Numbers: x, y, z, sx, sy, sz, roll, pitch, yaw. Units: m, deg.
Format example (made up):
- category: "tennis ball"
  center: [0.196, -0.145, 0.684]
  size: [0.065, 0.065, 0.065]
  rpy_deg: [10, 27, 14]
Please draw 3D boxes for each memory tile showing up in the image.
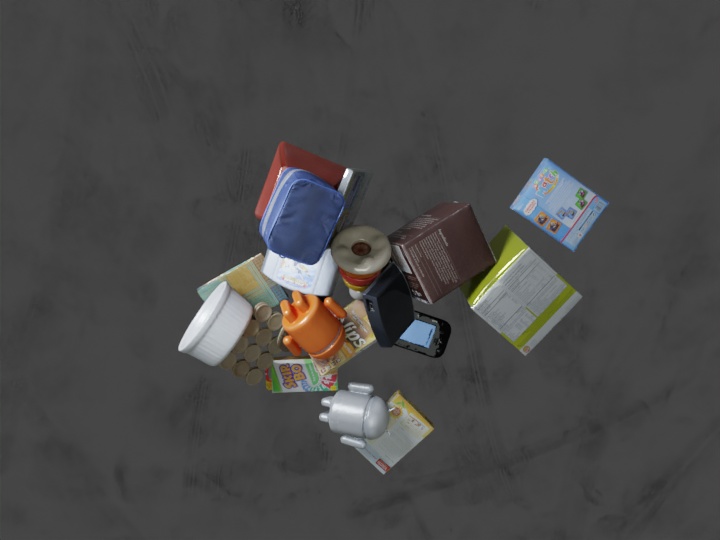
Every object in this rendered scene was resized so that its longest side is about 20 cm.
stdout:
- category: "memory tile"
  center: [-0.267, 0.191, 1.705]
  size: [0.201, 0.017, 0.153]
  rpy_deg: [-53, 131, -4]

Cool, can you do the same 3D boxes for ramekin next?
- category: "ramekin"
  center: [-0.353, 0.138, 1.631]
  size: [0.097, 0.201, 0.201]
  rpy_deg: [36, 101, -17]

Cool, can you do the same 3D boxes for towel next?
- category: "towel"
  center: [-0.306, 0.061, 1.722]
  size: [0.198, 0.022, 0.148]
  rpy_deg: [-29, 103, 5]

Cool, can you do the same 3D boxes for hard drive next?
- category: "hard drive"
  center: [0.076, 0.091, 1.618]
  size: [0.135, 0.042, 0.201]
  rpy_deg: [-46, 139, -26]

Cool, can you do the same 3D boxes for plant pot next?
- category: "plant pot"
  center: [-0.142, -0.175, 1.583]
  size: [0.198, 0.176, 0.202]
  rpy_deg: [21, 103, -6]

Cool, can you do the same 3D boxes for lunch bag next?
- category: "lunch bag"
  center: [-0.134, -0.114, 1.443]
  size: [0.135, 0.132, 0.202]
  rpy_deg: [22, 102, -23]

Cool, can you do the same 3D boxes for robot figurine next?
- category: "robot figurine"
  center: [-0.008, 0.383, 1.748]
  size: [0.197, 0.113, 0.172]
  rpy_deg: [6, 90, 18]
- category: "robot figurine"
  center: [-0.116, 0.140, 1.626]
  size: [0.200, 0.116, 0.145]
  rpy_deg: [49, 56, -29]

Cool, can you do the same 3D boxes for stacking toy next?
- category: "stacking toy"
  center: [0.000, 0.000, 1.618]
  size: [0.144, 0.148, 0.201]
  rpy_deg: [0, 142, -1]

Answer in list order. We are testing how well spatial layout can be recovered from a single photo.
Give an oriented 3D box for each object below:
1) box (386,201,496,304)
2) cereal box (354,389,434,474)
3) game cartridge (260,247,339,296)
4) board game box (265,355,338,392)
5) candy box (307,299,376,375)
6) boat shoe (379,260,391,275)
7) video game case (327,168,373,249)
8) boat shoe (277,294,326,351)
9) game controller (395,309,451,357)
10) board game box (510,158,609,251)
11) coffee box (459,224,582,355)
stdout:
- category: "box"
  center: [0.186, -0.047, 1.606]
  size: [0.199, 0.166, 0.166]
  rpy_deg: [-31, 104, -11]
- category: "cereal box"
  center: [0.084, 0.448, 1.821]
  size: [0.200, 0.040, 0.144]
  rpy_deg: [-43, 101, 10]
- category: "game cartridge"
  center: [-0.148, -0.012, 1.657]
  size: [0.198, 0.042, 0.135]
  rpy_deg: [19, 86, 13]
- category: "board game box"
  center: [-0.160, 0.279, 1.780]
  size: [0.197, 0.030, 0.097]
  rpy_deg: [-2, 104, 2]
- category: "candy box"
  center: [-0.045, 0.172, 1.718]
  size: [0.199, 0.055, 0.116]
  rpy_deg: [-35, 78, 8]
- category: "boat shoe"
  center: [0.049, -0.023, 1.685]
  size: [0.198, 0.063, 0.074]
  rpy_deg: [19, 104, -6]
- category: "video game case"
  center: [-0.037, -0.149, 1.592]
  size: [0.022, 0.182, 0.202]
  rpy_deg: [26, 103, 12]
- category: "boat shoe"
  center: [-0.150, 0.118, 1.712]
  size: [0.071, 0.076, 0.201]
  rpy_deg: [37, 91, -27]
- category: "game controller"
  center: [0.139, 0.159, 1.746]
  size: [0.198, 0.042, 0.105]
  rpy_deg: [18, 104, -7]
- category: "board game box"
  center: [0.504, -0.166, 1.672]
  size: [0.199, 0.037, 0.152]
  rpy_deg: [33, 101, -10]
- category: "coffee box"
  center: [0.384, 0.044, 1.634]
  size: [0.197, 0.200, 0.200]
  rpy_deg: [38, 102, -15]
